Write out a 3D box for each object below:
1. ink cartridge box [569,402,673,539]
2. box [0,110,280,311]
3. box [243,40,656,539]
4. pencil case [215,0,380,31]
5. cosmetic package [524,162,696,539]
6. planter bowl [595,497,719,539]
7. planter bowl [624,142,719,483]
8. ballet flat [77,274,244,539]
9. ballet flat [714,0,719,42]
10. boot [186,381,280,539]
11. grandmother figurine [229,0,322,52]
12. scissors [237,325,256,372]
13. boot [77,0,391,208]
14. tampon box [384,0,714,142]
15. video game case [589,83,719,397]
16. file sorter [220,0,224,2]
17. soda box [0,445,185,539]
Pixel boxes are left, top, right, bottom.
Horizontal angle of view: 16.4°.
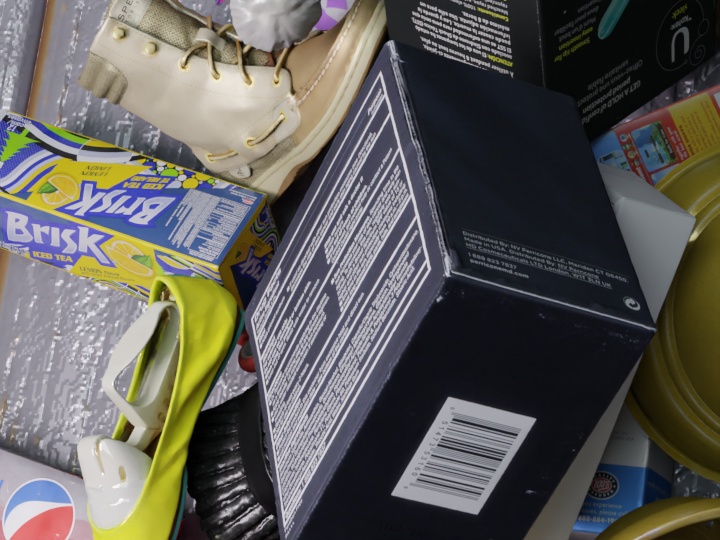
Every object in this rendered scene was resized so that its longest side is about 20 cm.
[{"bbox_3d":[0.125,0.056,1.452,0.116,0.067,0.200,4,78,21],"label":"ink cartridge box"},{"bbox_3d":[-0.150,-0.032,1.575,0.200,0.070,0.064,19,58,25],"label":"box"},{"bbox_3d":[0.039,0.026,1.289,0.200,0.123,0.198,-61,26,32],"label":"box"},{"bbox_3d":[0.009,-0.209,1.558,0.085,0.084,0.200,44,94,-10],"label":"pencil case"},{"bbox_3d":[0.108,0.045,1.346,0.083,0.051,0.200,43,116,61],"label":"cosmetic package"},{"bbox_3d":[0.175,0.185,1.354,0.200,0.200,0.083,-37,34,9],"label":"planter bowl"},{"bbox_3d":[0.238,0.024,1.354,0.200,0.083,0.201,0,90,-10],"label":"planter bowl"},{"bbox_3d":[-0.130,0.094,1.476,0.067,0.067,0.200,2,69,49],"label":"ballet flat"},{"bbox_3d":[0.235,-0.232,1.489,0.067,0.068,0.200,-1,76,4],"label":"ballet flat"},{"bbox_3d":[-0.028,0.128,1.447,0.158,0.079,0.211,-35,32,21],"label":"boot"},{"bbox_3d":[-0.035,-0.222,1.411,0.121,0.061,0.200,10,94,20],"label":"grandmother figurine"},{"bbox_3d":[0.000,0.000,1.513,0.200,0.014,0.073,-33,22,20],"label":"scissors"},{"bbox_3d":[-0.077,-0.130,1.498,0.155,0.200,0.073,35,54,-6],"label":"boot"},{"bbox_3d":[0.102,-0.190,1.399,0.150,0.200,0.126,-34,43,-32],"label":"tampon box"},{"bbox_3d":[0.207,-0.030,1.413,0.200,0.017,0.143,-22,82,-9],"label":"video game case"},{"bbox_3d":[-0.049,-0.293,1.526,0.200,0.139,0.125,-39,109,25],"label":"file sorter"},{"bbox_3d":[-0.215,0.150,1.565,0.200,0.063,0.070,17,82,25],"label":"soda box"}]
